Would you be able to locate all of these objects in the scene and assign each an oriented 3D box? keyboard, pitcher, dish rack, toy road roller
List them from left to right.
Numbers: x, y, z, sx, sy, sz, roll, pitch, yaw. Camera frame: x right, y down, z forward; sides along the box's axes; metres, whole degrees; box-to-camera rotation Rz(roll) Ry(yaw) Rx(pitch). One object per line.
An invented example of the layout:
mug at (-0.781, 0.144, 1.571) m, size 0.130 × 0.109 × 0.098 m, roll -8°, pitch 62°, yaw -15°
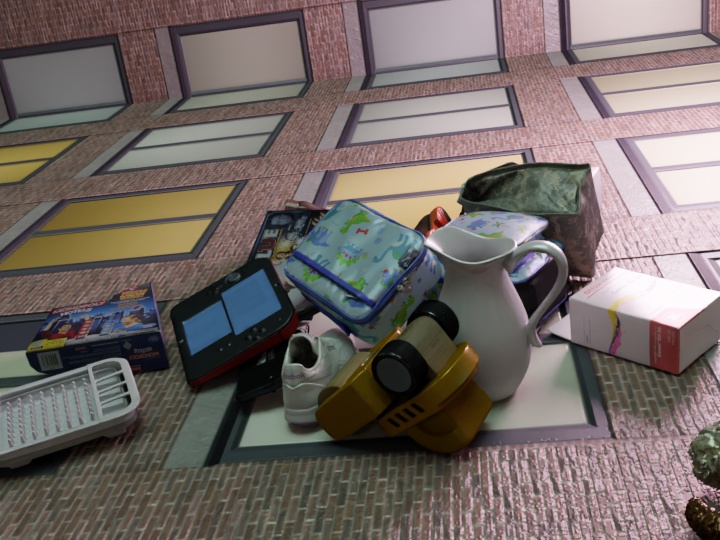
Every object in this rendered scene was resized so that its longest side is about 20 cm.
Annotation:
dish rack at (-0.387, 0.188, 1.176) m, size 0.198 × 0.044 × 0.172 m, roll -16°, pitch 25°, yaw -17°
keyboard at (-0.113, 0.129, 1.241) m, size 0.103 × 0.040 × 0.200 m, roll -23°, pitch 18°, yaw 5°
toy road roller at (0.058, 0.146, 1.049) m, size 0.200 × 0.146 × 0.123 m, roll -39°, pitch 3°, yaw 42°
pitcher at (0.165, 0.055, 1.084) m, size 0.170 × 0.202 × 0.121 m, roll 4°, pitch 26°, yaw 27°

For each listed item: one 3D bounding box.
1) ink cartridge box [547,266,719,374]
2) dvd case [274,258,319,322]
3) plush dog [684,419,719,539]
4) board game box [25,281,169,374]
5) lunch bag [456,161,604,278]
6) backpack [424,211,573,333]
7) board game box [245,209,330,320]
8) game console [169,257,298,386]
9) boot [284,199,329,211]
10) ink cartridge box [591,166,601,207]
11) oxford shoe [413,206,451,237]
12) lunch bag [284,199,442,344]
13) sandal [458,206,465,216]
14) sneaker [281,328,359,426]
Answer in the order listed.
ink cartridge box at (0.353, 0.056, 1.184) m, size 0.116 × 0.068 × 0.199 m, roll -26°, pitch 29°, yaw -37°
dvd case at (-0.153, 0.054, 1.347) m, size 0.198 × 0.022 × 0.146 m, roll -24°, pitch 34°, yaw -3°
plush dog at (0.381, 0.188, 0.795) m, size 0.198 × 0.161 × 0.173 m, roll 4°, pitch 49°, yaw 28°
board game box at (-0.379, 0.089, 1.382) m, size 0.197 × 0.062 × 0.200 m, roll -8°, pitch 22°, yaw 1°
lunch bag at (0.259, -0.079, 1.388) m, size 0.198 × 0.165 × 0.119 m, roll 4°, pitch 56°, yaw 27°
backpack at (0.176, -0.002, 1.286) m, size 0.198 × 0.149 × 0.183 m, roll 2°, pitch 22°, yaw 33°
board game box at (-0.115, -0.012, 1.450) m, size 0.134 × 0.035 × 0.202 m, roll 0°, pitch 51°, yaw 22°
game console at (-0.185, 0.067, 1.303) m, size 0.175 × 0.031 × 0.200 m, roll -26°, pitch 33°, yaw -4°
boot at (-0.037, -0.062, 1.607) m, size 0.197 × 0.065 × 0.187 m, roll 11°, pitch -12°, yaw -1°
ink cartridge box at (0.325, -0.113, 1.574) m, size 0.144 × 0.086 × 0.200 m, roll 4°, pitch 24°, yaw 28°
oxford shoe at (0.112, -0.033, 1.512) m, size 0.072 × 0.071 × 0.200 m, roll -31°, pitch 17°, yaw 24°
lunch bag at (0.000, 0.000, 1.240) m, size 0.161 × 0.083 × 0.199 m, roll -48°, pitch 46°, yaw -9°
sandal at (0.189, -0.075, 1.560) m, size 0.048 × 0.075 × 0.201 m, roll -42°, pitch 5°, yaw 40°
sneaker at (-0.048, 0.111, 1.161) m, size 0.074 × 0.101 × 0.200 m, roll -4°, pitch 22°, yaw 16°
